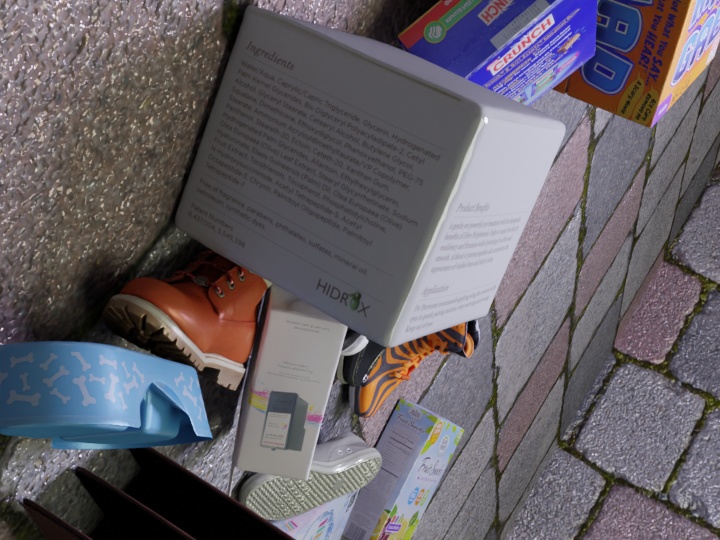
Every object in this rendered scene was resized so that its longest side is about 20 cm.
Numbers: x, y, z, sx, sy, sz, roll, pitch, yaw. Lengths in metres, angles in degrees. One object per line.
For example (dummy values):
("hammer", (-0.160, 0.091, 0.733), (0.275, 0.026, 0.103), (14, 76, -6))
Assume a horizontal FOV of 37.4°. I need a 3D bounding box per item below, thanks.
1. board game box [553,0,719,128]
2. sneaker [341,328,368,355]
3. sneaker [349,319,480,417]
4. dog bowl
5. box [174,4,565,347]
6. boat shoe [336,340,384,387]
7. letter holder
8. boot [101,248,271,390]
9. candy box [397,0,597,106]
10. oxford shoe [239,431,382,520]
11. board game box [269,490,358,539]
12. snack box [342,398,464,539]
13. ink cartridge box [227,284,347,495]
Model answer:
("board game box", (0.280, -0.311, 1.130), (0.200, 0.199, 0.201), (-42, 150, -42))
("sneaker", (0.000, 0.000, 1.007), (0.201, 0.073, 0.087), (-66, 165, 19))
("sneaker", (0.066, 0.092, 1.212), (0.077, 0.112, 0.201), (5, 110, -67))
("dog bowl", (-0.170, 0.082, 0.674), (0.200, 0.111, 0.050), (34, 50, -68))
("box", (0.012, -0.072, 0.787), (0.199, 0.199, 0.172), (-9, 125, -63))
("boat shoe", (0.039, 0.042, 1.157), (0.201, 0.067, 0.072), (-59, 153, -3))
("letter holder", (-0.128, 0.203, 0.772), (0.101, 0.199, 0.143), (-52, 156, -26))
("boot", (-0.118, 0.019, 0.774), (0.108, 0.075, 0.200), (-65, 167, -7))
("candy box", (0.130, -0.204, 0.965), (0.169, 0.077, 0.200), (-38, 167, 3))
("oxford shoe", (-0.060, 0.219, 1.154), (0.199, 0.058, 0.076), (-7, 130, -48))
("board game box", (-0.085, 0.337, 1.223), (0.199, 0.043, 0.201), (-31, 145, -56))
("snack box", (0.058, 0.288, 1.479), (0.201, 0.067, 0.169), (-64, 158, -4))
("ink cartridge box", (-0.063, 0.095, 0.916), (0.117, 0.067, 0.201), (-93, -164, -62))
